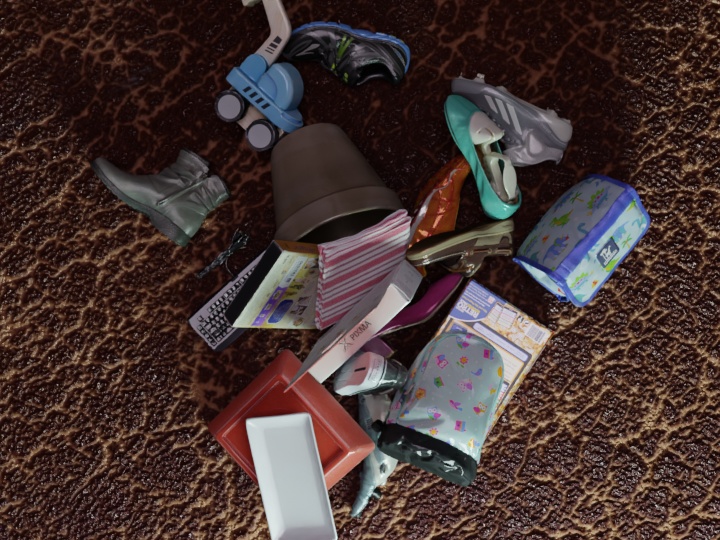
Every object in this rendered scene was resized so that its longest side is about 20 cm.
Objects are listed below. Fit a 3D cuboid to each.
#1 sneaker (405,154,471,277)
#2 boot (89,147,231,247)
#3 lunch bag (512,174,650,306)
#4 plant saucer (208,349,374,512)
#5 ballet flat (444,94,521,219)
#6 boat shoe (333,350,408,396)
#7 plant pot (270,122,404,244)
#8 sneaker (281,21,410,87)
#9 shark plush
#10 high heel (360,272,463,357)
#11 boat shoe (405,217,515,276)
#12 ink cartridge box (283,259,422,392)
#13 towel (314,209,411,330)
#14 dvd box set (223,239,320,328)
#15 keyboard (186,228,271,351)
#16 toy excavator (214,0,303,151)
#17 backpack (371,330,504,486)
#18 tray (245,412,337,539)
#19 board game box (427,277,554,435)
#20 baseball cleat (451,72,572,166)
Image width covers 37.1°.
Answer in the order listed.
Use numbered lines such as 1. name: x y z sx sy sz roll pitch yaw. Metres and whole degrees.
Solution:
1. sneaker: 0.118 -0.084 1.634 0.077 0.073 0.200 28 96 -13
2. boot: -0.307 -0.142 1.662 0.200 0.068 0.131 38 86 -3
3. lunch bag: 0.321 -0.046 1.545 0.127 0.200 0.170 39 90 4
4. plant saucer: -0.113 0.254 1.610 0.200 0.037 0.200 47 112 4
5. ballet flat: 0.190 -0.174 1.583 0.067 0.070 0.200 -28 99 -40
6. boat shoe: 0.013 0.157 1.565 0.071 0.200 0.072 22 82 -14
7. plant pot: -0.053 -0.115 1.590 0.200 0.200 0.174 -23 71 2
8. sneaker: -0.025 -0.325 1.636 0.199 0.071 0.083 9 71 1
9. shark plush: 0.019 0.276 1.639 0.083 0.091 0.201 16 110 23
10. high heel: 0.062 0.049 1.626 0.200 0.067 0.096 -43 83 -1
11. boat shoe: 0.155 -0.025 1.586 0.200 0.072 0.072 -17 98 -38
12. ink cartridge box: -0.008 0.089 1.510 0.044 0.174 0.200 43 117 -6
13. towel: 0.000 0.000 1.557 0.146 0.200 0.030 -25 61 -20
14. dvd box set: -0.086 0.023 1.555 0.029 0.200 0.146 51 119 30
15. keyboard: -0.190 0.018 1.665 0.200 0.021 0.127 -42 86 0
16. toy excavator: -0.137 -0.307 1.610 0.194 0.100 0.200 43 106 2
17. backpack: 0.128 0.187 1.525 0.167 0.127 0.200 25 72 -7
18. tray: -0.100 0.306 1.586 0.107 0.022 0.201 -8 99 21
19. board game box: 0.175 0.135 1.624 0.151 0.046 0.200 34 90 4
20. baseball cleat: 0.219 -0.220 1.623 0.200 0.070 0.107 23 89 5
